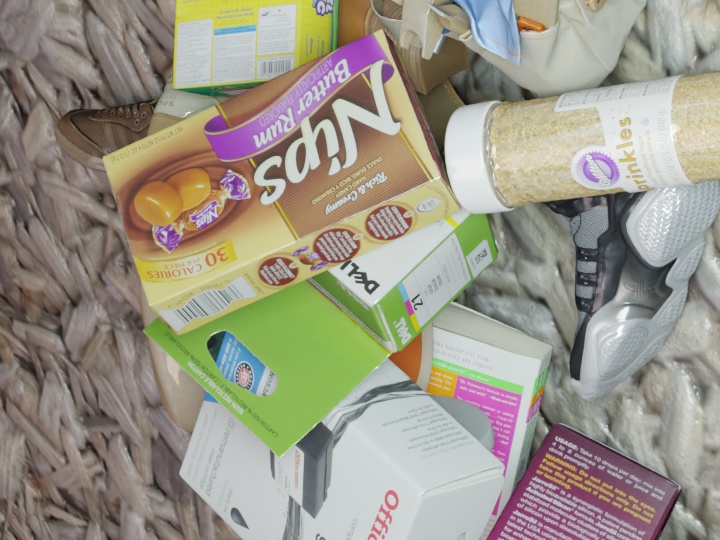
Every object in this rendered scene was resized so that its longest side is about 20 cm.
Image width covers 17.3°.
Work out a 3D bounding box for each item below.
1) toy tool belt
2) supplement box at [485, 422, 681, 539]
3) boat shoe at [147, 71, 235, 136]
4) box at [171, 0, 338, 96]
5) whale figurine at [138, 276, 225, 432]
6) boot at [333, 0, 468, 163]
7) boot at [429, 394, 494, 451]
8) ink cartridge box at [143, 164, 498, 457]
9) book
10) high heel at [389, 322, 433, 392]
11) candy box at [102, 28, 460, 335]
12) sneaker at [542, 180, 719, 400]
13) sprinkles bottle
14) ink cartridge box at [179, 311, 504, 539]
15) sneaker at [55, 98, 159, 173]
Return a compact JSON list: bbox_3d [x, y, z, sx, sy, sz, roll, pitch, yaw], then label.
[{"bbox_3d":[0.068,-0.185,1.458,0.200,0.123,0.125,26,91,36],"label":"toy tool belt"},{"bbox_3d":[0.123,0.226,1.602,0.103,0.200,0.131,26,138,10],"label":"supplement box"},{"bbox_3d":[-0.071,-0.065,1.723,0.200,0.067,0.074,36,160,-14],"label":"boat shoe"},{"bbox_3d":[-0.070,-0.223,1.618,0.117,0.048,0.201,-1,87,37],"label":"box"},{"bbox_3d":[-0.126,0.029,1.916,0.159,0.103,0.201,95,162,-70],"label":"whale figurine"},{"bbox_3d":[0.015,-0.110,1.648,0.154,0.073,0.201,28,129,45],"label":"boot"},{"bbox_3d":[0.019,0.146,1.690,0.199,0.074,0.096,0,123,37],"label":"boot"},{"bbox_3d":[-0.032,-0.002,1.526,0.148,0.200,0.076,40,166,27],"label":"ink cartridge box"},{"bbox_3d":[0.057,0.123,1.716,0.133,0.048,0.201,21,120,18],"label":"book"},{"bbox_3d":[0.000,0.000,1.661,0.096,0.067,0.201,-173,69,-77],"label":"high heel"},{"bbox_3d":[-0.050,-0.054,1.482,0.056,0.199,0.117,51,-163,-62],"label":"candy box"},{"bbox_3d":[0.155,-0.016,1.523,0.114,0.075,0.201,42,136,27],"label":"sneaker"},{"bbox_3d":[0.152,-0.079,1.419,0.199,0.068,0.069,-7,109,28],"label":"sprinkles bottle"},{"bbox_3d":[-0.016,0.134,1.581,0.200,0.084,0.146,41,125,32],"label":"ink cartridge box"},{"bbox_3d":[-0.165,-0.110,1.897,0.200,0.070,0.076,24,114,36],"label":"sneaker"}]
